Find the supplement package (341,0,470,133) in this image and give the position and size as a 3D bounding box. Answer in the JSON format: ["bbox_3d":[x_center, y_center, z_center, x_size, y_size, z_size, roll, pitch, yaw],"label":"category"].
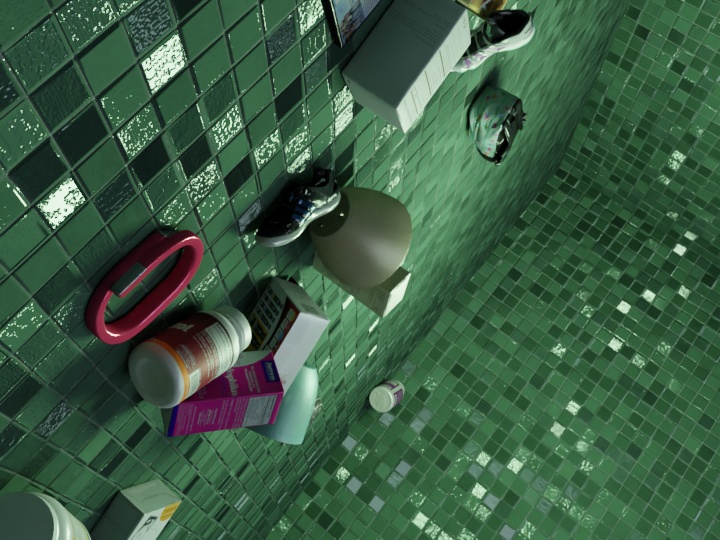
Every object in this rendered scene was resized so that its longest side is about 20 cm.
[{"bbox_3d":[0.080,-0.357,1.287,0.201,0.117,0.117,-54,165,-2],"label":"supplement package"}]

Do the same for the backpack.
[{"bbox_3d":[0.359,-0.393,2.030,0.168,0.126,0.200,-64,165,-10],"label":"backpack"}]

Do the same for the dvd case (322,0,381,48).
[{"bbox_3d":[0.017,-0.437,1.116,0.200,0.017,0.143,-53,165,-9],"label":"dvd case"}]

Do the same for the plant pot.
[{"bbox_3d":[-0.185,0.260,1.675,0.162,0.199,0.200,-65,164,0],"label":"plant pot"}]

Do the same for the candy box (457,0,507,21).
[{"bbox_3d":[0.244,-0.553,1.476,0.116,0.055,0.200,-58,165,17],"label":"candy box"}]

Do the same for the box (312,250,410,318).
[{"bbox_3d":[0.000,0.000,1.642,0.078,0.199,0.095,-42,161,-36],"label":"box"}]

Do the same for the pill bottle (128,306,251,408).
[{"bbox_3d":[-0.276,0.135,1.273,0.200,0.113,0.113,-33,154,-53],"label":"pill bottle"}]

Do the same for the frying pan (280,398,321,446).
[{"bbox_3d":[-0.179,0.481,2.454,0.190,0.031,0.115,-40,158,-50],"label":"frying pan"}]

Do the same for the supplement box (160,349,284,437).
[{"bbox_3d":[-0.249,0.217,1.368,0.199,0.102,0.104,-2,136,-26],"label":"supplement box"}]

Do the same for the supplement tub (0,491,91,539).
[{"bbox_3d":[-0.496,0.419,1.154,0.144,0.144,0.200,-47,163,-25],"label":"supplement tub"}]

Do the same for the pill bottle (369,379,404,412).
[{"bbox_3d":[0.119,0.531,3.281,0.113,0.112,0.200,-59,164,15],"label":"pill bottle"}]

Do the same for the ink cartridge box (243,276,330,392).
[{"bbox_3d":[-0.177,0.125,1.542,0.084,0.176,0.201,20,108,-41],"label":"ink cartridge box"}]

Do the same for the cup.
[{"bbox_3d":[-0.019,-0.083,1.489,0.201,0.200,0.143,-55,139,2],"label":"cup"}]

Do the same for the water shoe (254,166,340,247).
[{"bbox_3d":[-0.117,-0.115,1.344,0.200,0.071,0.079,-41,132,-37],"label":"water shoe"}]

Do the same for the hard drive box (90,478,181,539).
[{"bbox_3d":[-0.484,0.544,1.581,0.201,0.077,0.156,-55,164,4],"label":"hard drive box"}]

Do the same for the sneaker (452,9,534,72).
[{"bbox_3d":[0.243,-0.461,1.504,0.199,0.078,0.140,-24,177,12],"label":"sneaker"}]

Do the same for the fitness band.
[{"bbox_3d":[-0.305,0.020,1.095,0.200,0.037,0.144,-46,165,-24],"label":"fitness band"}]
